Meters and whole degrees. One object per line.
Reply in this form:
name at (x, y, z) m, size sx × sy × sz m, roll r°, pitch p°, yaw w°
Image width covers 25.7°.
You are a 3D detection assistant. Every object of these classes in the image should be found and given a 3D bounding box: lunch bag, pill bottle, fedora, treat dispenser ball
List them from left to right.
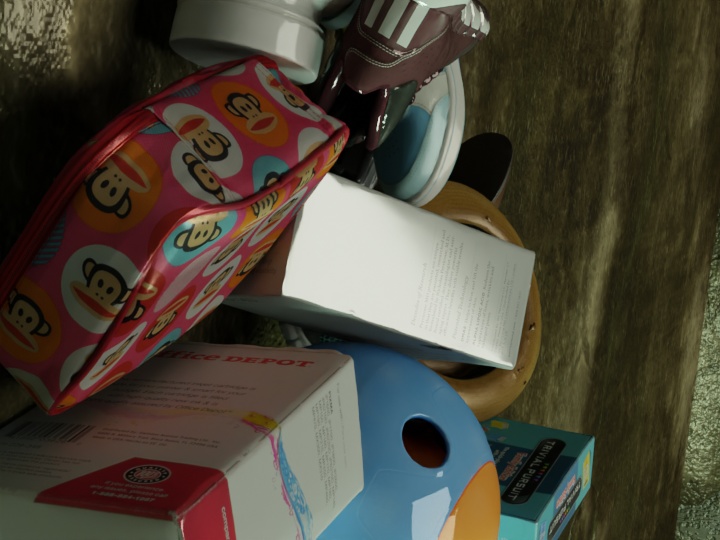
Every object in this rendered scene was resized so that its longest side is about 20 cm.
lunch bag at (-0.102, -0.012, 0.795) m, size 0.177 × 0.082 × 0.200 m, roll -52°, pitch 173°, yaw 29°
pill bottle at (-0.045, -0.212, 0.871) m, size 0.112 × 0.111 × 0.203 m, roll 27°, pitch 73°, yaw -68°
treat dispenser ball at (-0.011, 0.146, 0.986) m, size 0.201 × 0.199 × 0.204 m, roll 10°, pitch 90°, yaw -69°
fedora at (0.055, 0.029, 1.230) m, size 0.199 × 0.081 × 0.203 m, roll 13°, pitch 70°, yaw -39°

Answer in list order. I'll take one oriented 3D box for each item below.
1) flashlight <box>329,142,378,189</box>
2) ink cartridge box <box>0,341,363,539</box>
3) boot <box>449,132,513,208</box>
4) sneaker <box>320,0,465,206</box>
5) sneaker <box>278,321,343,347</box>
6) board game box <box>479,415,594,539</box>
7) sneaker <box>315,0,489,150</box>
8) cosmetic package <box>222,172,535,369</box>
flashlight at (0.019, -0.138, 1.142) m, size 0.067 × 0.068 × 0.202 m, roll 32°, pitch 65°, yaw -20°
ink cartridge box at (-0.101, 0.110, 0.806) m, size 0.200 × 0.146 × 0.087 m, roll -34°, pitch 123°, yaw -60°
boot at (0.100, 0.001, 1.401) m, size 0.188 × 0.064 × 0.200 m, roll -59°, pitch 150°, yaw -17°
sneaker at (0.003, -0.147, 1.029) m, size 0.130 × 0.079 × 0.203 m, roll 11°, pitch 75°, yaw -44°
sneaker at (-0.002, 0.042, 1.088) m, size 0.078 × 0.090 × 0.201 m, roll -92°, pitch 167°, yaw -49°
board game box at (0.057, 0.153, 1.168) m, size 0.151 × 0.198 × 0.048 m, roll -37°, pitch 133°, yaw -60°
sneaker at (0.015, -0.124, 0.919) m, size 0.116 × 0.075 × 0.200 m, roll -60°, pitch 172°, yaw 5°
cosmetic package at (0.000, 0.000, 0.970) m, size 0.198 × 0.112 × 0.082 m, roll 17°, pitch 80°, yaw -38°
